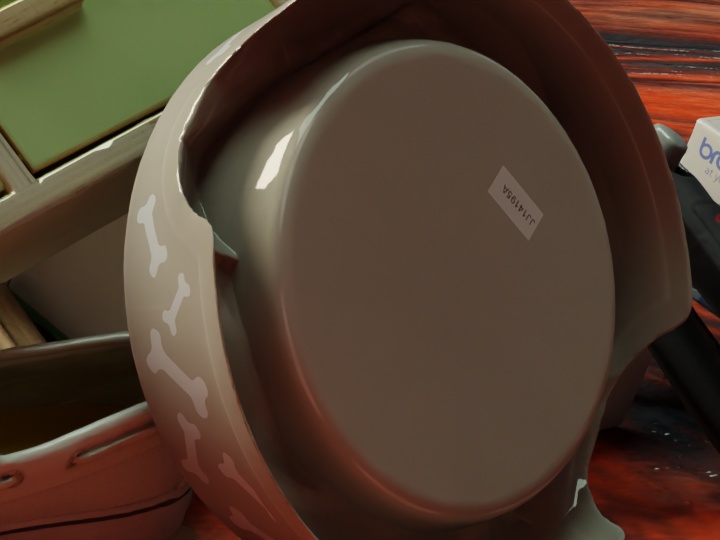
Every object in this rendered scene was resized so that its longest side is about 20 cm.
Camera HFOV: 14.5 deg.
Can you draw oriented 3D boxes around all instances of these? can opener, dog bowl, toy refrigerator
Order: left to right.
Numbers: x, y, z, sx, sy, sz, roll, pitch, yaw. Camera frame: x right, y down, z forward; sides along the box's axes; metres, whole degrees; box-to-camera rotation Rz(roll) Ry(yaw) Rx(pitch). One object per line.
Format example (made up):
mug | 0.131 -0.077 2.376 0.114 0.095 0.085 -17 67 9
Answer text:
toy refrigerator | -0.108 -0.045 0.854 0.200 0.076 0.070 -31 -8 -35
dog bowl | 0.014 0.005 0.849 0.200 0.200 0.059 -11 2 -44
can opener | 0.103 -0.005 0.938 0.079 0.063 0.200 -12 57 -51

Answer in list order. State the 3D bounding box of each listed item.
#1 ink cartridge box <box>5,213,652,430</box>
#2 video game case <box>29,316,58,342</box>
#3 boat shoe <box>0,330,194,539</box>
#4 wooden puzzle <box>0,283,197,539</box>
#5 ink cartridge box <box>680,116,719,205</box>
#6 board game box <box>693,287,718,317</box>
ink cartridge box | 0.000 0.000 1.001 0.146 0.084 0.200 36 28 30
video game case | -0.179 0.012 0.974 0.200 0.023 0.182 -2 40 -29
boat shoe | -0.129 0.048 0.800 0.200 0.070 0.071 -4 38 -33
wooden puzzle | -0.175 0.047 0.882 0.185 0.037 0.200 -8 40 -37
ink cartridge box | 0.211 0.008 0.999 0.094 0.044 0.200 -10 39 -46
board game box | 0.108 -0.037 1.136 0.200 0.034 0.135 37 11 19
